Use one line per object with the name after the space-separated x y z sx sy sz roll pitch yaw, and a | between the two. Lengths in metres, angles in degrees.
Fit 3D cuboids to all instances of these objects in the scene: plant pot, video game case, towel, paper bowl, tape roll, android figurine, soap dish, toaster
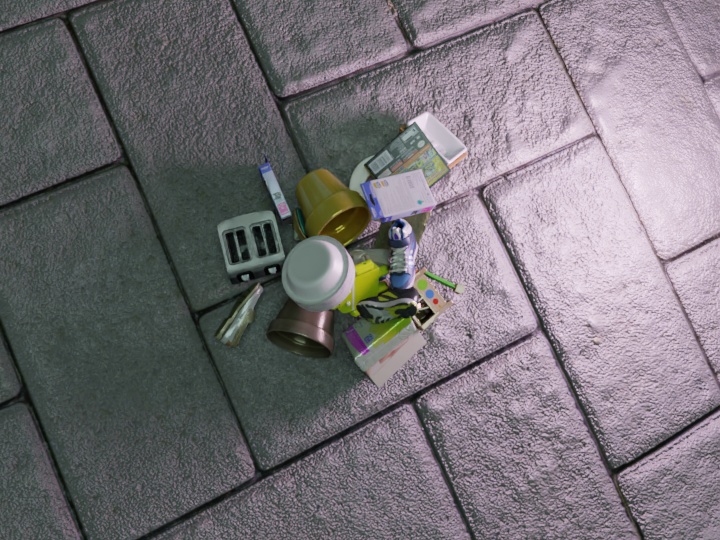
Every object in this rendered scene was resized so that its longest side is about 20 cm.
-0.154 0.137 1.493 0.196 0.201 0.176 18 63 -5 | plant pot
0.140 -0.307 1.540 0.199 0.026 0.182 -38 94 10 | video game case
0.126 -0.131 1.568 0.145 0.202 0.037 7 41 -9 | towel
-0.096 -0.189 1.532 0.199 0.202 0.190 -30 66 -11 | plant pot
-0.120 0.001 1.391 0.196 0.105 0.205 -7 64 14 | paper bowl
0.063 -0.255 1.587 0.198 0.037 0.208 1 98 4 | tape roll
-0.005 0.054 1.486 0.197 0.185 0.041 -21 43 -28 | android figurine
0.224 -0.394 1.619 0.200 0.081 0.157 45 48 6 | soap dish
-0.317 -0.076 1.518 0.177 0.119 0.204 -14 84 -10 | toaster

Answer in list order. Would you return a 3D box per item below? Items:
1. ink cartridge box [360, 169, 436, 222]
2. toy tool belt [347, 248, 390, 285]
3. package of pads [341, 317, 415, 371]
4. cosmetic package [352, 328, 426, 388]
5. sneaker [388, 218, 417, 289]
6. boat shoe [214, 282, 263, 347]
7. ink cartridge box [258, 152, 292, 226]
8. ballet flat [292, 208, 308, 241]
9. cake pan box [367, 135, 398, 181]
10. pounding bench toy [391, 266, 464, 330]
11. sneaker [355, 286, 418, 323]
0.104 -0.210 1.464 0.196 0.042 0.121 -15 72 -19 | ink cartridge box
0.000 0.000 1.548 0.196 0.124 0.126 -2 89 -28 | toy tool belt
0.049 0.180 1.493 0.199 0.155 0.069 -37 116 -3 | package of pads
0.085 0.238 1.533 0.199 0.103 0.088 -41 110 -12 | cosmetic package
0.108 -0.051 1.482 0.079 0.147 0.203 -2 54 26 | sneaker
-0.345 0.130 1.517 0.068 0.074 0.202 40 77 -21 | boat shoe
-0.260 -0.239 1.547 0.041 0.119 0.203 -22 87 -8 | ink cartridge box
-0.170 -0.091 1.572 0.062 0.068 0.203 -30 84 19 | ballet flat
0.135 -0.295 1.646 0.182 0.052 0.202 33 79 -1 | cake pan box
0.201 0.059 1.571 0.199 0.124 0.157 -39 89 -11 | pounding bench toy
0.081 0.094 1.447 0.085 0.197 0.075 -59 134 -44 | sneaker
